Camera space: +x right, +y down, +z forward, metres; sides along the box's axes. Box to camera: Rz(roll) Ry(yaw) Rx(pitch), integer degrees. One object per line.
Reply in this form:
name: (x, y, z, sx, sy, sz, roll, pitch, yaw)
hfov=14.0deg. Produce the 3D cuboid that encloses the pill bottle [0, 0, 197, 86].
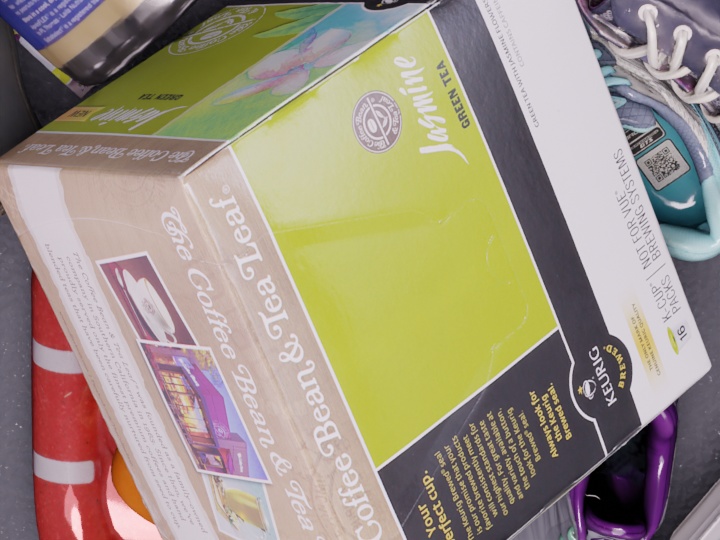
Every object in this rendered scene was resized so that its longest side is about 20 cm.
pill bottle: (-0.139, -0.174, 1.111, 0.112, 0.112, 0.200, -43, 104, 16)

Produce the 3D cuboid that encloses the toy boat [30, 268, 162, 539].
toy boat: (-0.076, 0.070, 1.227, 0.130, 0.131, 0.200, 2, 112, 0)

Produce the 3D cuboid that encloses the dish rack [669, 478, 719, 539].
dish rack: (0.214, 0.137, 1.278, 0.200, 0.044, 0.172, 27, 112, -32)

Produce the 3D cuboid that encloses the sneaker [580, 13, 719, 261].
sneaker: (0.088, -0.082, 1.189, 0.200, 0.086, 0.078, 41, 107, -15)

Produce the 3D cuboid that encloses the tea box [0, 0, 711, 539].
tea box: (0.000, 0.000, 1.125, 0.197, 0.134, 0.200, -36, 115, -32)

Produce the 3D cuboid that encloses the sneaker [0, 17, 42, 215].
sneaker: (-0.220, -0.050, 1.135, 0.200, 0.075, 0.106, -22, 77, -14)

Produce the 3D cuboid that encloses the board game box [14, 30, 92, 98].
board game box: (-0.087, -0.178, 1.183, 0.120, 0.032, 0.200, 44, 106, -11)

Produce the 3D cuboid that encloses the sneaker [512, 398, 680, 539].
sneaker: (0.092, 0.121, 1.272, 0.074, 0.088, 0.200, 10, 112, -4)

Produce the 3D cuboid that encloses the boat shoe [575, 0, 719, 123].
boat shoe: (0.137, -0.087, 1.159, 0.093, 0.075, 0.200, -16, 86, -23)
